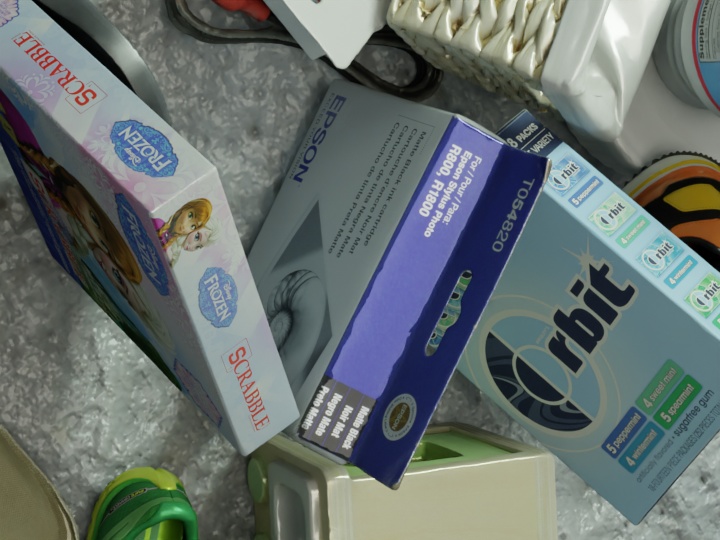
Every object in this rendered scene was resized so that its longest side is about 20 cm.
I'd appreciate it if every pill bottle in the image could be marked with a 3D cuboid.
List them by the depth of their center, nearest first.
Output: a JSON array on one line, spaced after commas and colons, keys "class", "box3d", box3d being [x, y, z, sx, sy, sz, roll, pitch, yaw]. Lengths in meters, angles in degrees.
[{"class": "pill bottle", "box3d": [0.250, -0.131, 1.118, 0.108, 0.200, 0.109, -2, 95, -22]}]

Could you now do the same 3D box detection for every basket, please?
[{"class": "basket", "box3d": [0.113, -0.193, 1.123, 0.123, 0.136, 0.201, 21, 88, 19]}]

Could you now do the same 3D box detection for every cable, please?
[{"class": "cable", "box3d": [-0.034, -0.149, 1.178, 0.200, 0.050, 0.097, 37, 74, -20]}]

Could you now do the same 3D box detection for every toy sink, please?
[{"class": "toy sink", "box3d": [0.000, 0.156, 1.177, 0.199, 0.130, 0.113, -6, 96, -21]}]

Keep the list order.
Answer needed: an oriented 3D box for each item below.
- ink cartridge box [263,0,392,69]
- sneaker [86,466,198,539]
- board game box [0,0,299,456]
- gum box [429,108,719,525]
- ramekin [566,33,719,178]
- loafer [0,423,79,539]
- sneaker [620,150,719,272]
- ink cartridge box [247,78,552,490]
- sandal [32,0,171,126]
[{"class": "ink cartridge box", "box3d": [-0.016, -0.206, 1.135, 0.116, 0.068, 0.200, 49, 52, -19]}, {"class": "sneaker", "box3d": [-0.133, 0.216, 1.148, 0.074, 0.084, 0.201, 5, 94, -23]}, {"class": "board game box", "box3d": [-0.122, -0.028, 1.030, 0.041, 0.199, 0.200, -36, 142, -17]}, {"class": "gum box", "box3d": [0.129, 0.031, 1.158, 0.200, 0.170, 0.045, 40, 51, 11]}, {"class": "ramekin", "box3d": [0.209, -0.141, 1.260, 0.201, 0.094, 0.203, -2, 95, -22]}, {"class": "loafer", "box3d": [-0.228, 0.111, 1.108, 0.076, 0.068, 0.200, -46, 109, -13]}, {"class": "sneaker", "box3d": [0.153, 0.021, 1.206, 0.070, 0.090, 0.200, 25, 124, -26]}, {"class": "ink cartridge box", "box3d": [0.000, 0.000, 1.115, 0.041, 0.200, 0.200, 26, 89, -32]}, {"class": "sandal", "box3d": [-0.183, -0.144, 1.109, 0.043, 0.076, 0.200, -44, 99, -16]}]
